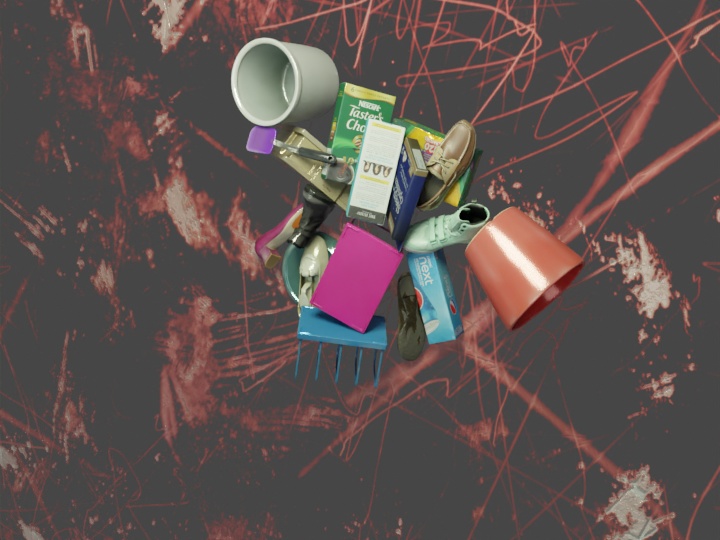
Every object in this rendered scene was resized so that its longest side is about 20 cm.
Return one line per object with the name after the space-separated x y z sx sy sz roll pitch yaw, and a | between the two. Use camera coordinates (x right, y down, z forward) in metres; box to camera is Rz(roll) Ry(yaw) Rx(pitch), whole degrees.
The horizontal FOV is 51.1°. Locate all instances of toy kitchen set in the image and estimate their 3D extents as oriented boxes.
-0.072 -0.264 1.691 0.199 0.180 0.165 37 90 -25 | toy kitchen set

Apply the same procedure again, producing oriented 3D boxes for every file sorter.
0.000 0.000 1.661 0.137 0.126 0.203 28 111 1 | file sorter
-0.047 0.175 1.692 0.194 0.139 0.126 7 112 -3 | file sorter

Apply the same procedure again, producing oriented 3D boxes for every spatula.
-0.142 -0.254 1.562 0.195 0.021 0.058 16 88 5 | spatula

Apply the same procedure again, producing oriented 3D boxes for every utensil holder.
-0.155 -0.403 1.622 0.166 0.199 0.175 6 104 26 | utensil holder

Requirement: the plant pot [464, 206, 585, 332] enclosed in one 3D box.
0.313 -0.012 1.488 0.178 0.199 0.201 51 118 18 | plant pot

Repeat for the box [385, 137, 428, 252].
0.086 -0.151 1.541 0.031 0.123 0.204 6 127 -14 | box

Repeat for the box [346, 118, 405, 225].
0.030 -0.204 1.558 0.080 0.049 0.206 13 100 -6 | box

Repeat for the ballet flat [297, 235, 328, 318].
-0.116 0.023 1.742 0.068 0.069 0.206 12 106 24 | ballet flat

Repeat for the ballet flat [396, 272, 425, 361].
0.108 0.103 1.692 0.065 0.046 0.206 -7 106 -4 | ballet flat

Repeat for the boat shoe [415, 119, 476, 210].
0.167 -0.204 1.507 0.075 0.071 0.203 33 114 16 | boat shoe

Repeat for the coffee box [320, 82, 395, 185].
-0.005 -0.281 1.589 0.120 0.044 0.206 11 97 -20 | coffee box

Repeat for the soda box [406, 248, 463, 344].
0.163 0.050 1.637 0.066 0.064 0.206 -12 95 28 | soda box

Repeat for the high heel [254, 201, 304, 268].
-0.182 -0.106 1.792 0.202 0.066 0.096 -55 45 19 | high heel

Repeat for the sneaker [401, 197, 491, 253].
0.172 -0.095 1.539 0.194 0.119 0.076 -8 68 5 | sneaker

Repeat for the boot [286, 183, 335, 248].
-0.115 -0.109 1.654 0.069 0.200 0.133 35 89 10 | boot

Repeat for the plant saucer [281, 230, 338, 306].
-0.109 0.010 1.788 0.195 0.027 0.206 6 103 25 | plant saucer

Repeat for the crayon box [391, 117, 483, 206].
0.146 -0.230 1.586 0.196 0.058 0.122 26 112 20 | crayon box
